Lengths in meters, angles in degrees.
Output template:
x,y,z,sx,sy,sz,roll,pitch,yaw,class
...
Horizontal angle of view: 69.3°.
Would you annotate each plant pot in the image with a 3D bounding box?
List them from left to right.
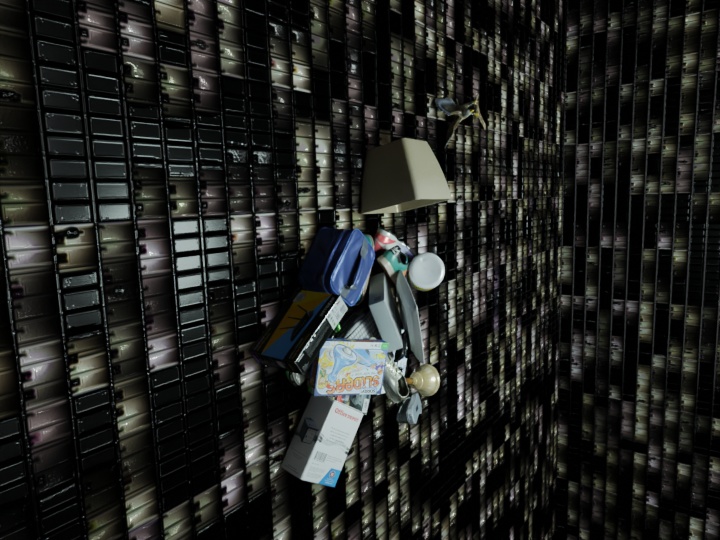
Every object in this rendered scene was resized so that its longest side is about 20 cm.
x,y,z,sx,sy,sz,roll,pitch,yaw,class
0.120,-0.270,1.492,0.199,0.198,0.179,-9,90,-52,plant pot

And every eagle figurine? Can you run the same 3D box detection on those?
x,y,z,sx,sy,sz,roll,pitch,yaw,class
0.338,-0.541,1.824,0.199,0.151,0.153,-29,75,-16,eagle figurine

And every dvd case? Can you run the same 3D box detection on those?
x,y,z,sx,sy,sz,roll,pitch,yaw,class
-0.027,0.326,1.480,0.199,0.022,0.148,28,71,-49,dvd case

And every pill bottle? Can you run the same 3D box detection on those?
x,y,z,sx,sy,sz,roll,pitch,yaw,class
0.201,0.008,1.628,0.200,0.108,0.111,54,43,-85,pill bottle

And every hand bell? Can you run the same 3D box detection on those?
x,y,z,sx,sy,sz,roll,pitch,yaw,class
0.157,0.353,1.656,0.199,0.103,0.105,10,86,-49,hand bell

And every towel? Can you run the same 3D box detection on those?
x,y,z,sx,sy,sz,roll,pitch,yaw,class
-0.005,0.220,1.426,0.200,0.085,0.167,-43,113,-53,towel

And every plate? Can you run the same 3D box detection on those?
x,y,z,sx,sy,sz,roll,pitch,yaw,class
0.136,0.131,1.472,0.201,0.032,0.201,-105,-178,-58,plate

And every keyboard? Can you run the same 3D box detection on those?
x,y,z,sx,sy,sz,roll,pitch,yaw,class
0.116,0.248,1.517,0.200,0.020,0.129,96,5,-75,keyboard

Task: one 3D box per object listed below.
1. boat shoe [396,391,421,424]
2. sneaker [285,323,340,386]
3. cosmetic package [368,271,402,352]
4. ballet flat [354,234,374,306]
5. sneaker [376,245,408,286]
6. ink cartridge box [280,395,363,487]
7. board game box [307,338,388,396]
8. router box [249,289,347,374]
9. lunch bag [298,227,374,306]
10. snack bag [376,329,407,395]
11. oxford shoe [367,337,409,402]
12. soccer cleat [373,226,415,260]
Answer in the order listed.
x,y,z,sx,sy,sz,roll,pitch,yaw,class
0.156,0.452,1.697,0.199,0.067,0.074,-35,112,-74,boat shoe
-0.120,0.194,1.292,0.078,0.085,0.201,52,55,-42,sneaker
0.071,0.113,1.470,0.200,0.051,0.152,-83,151,-69,cosmetic package
0.000,0.000,1.462,0.067,0.067,0.202,28,76,-71,ballet flat
0.115,-0.004,1.553,0.080,0.071,0.200,-39,150,-3,sneaker
-0.093,0.432,1.333,0.146,0.085,0.202,39,68,-47,ink cartridge box
-0.028,0.240,1.298,0.198,0.034,0.137,6,95,-32,board game box
-0.141,0.137,1.204,0.201,0.148,0.051,-56,134,-34,router box
-0.054,-0.006,1.321,0.136,0.131,0.202,45,58,-45,lunch bag
0.099,0.279,1.625,0.188,0.021,0.203,13,83,-59,snack bag
0.075,0.264,1.397,0.075,0.057,0.201,-41,108,-50,oxford shoe
0.099,-0.063,1.586,0.200,0.068,0.074,31,88,-51,soccer cleat
